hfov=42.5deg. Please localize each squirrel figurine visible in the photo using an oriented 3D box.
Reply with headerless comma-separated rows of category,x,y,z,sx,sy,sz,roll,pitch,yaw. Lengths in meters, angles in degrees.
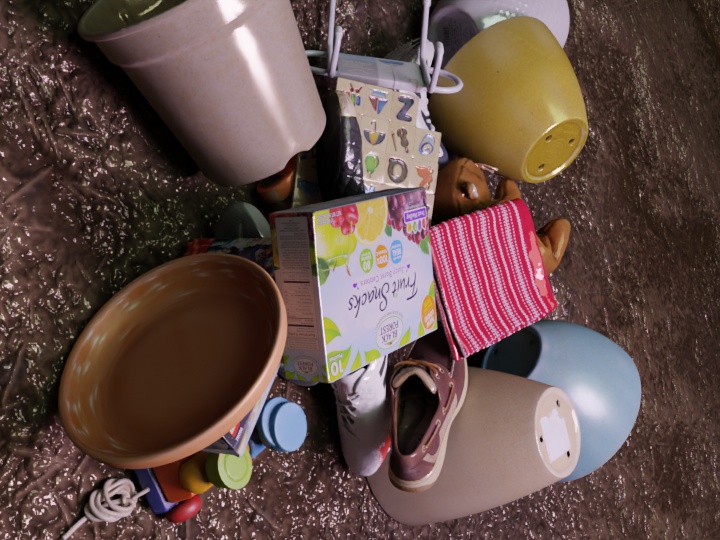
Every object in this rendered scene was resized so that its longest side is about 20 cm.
squirrel figurine,0.141,-0.033,1.133,0.187,0.140,0.202,47,56,-40

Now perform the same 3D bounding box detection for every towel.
towel,0.147,0.004,1.031,0.199,0.022,0.146,-19,94,-47

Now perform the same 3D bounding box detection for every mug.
mug,0.174,-0.303,1.264,0.175,0.147,0.202,-27,131,-43

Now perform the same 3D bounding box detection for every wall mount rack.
wall mount rack,0.024,-0.266,1.059,0.197,0.075,0.174,7,34,-8

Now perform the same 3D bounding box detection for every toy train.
toy train,-0.140,0.171,0.779,0.200,0.115,0.085,-35,105,-48

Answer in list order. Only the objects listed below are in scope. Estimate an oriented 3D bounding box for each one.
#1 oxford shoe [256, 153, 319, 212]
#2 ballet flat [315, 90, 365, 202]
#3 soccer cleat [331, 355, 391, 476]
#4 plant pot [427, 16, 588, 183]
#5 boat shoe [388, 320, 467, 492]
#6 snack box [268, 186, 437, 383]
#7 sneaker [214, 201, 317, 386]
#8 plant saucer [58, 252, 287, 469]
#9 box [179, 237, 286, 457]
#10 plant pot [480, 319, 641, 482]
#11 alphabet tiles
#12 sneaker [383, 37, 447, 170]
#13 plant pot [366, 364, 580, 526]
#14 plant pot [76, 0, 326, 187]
oxford shoe,-0.029,-0.124,1.011,0.200,0.071,0.073,-48,117,-24
ballet flat,-0.008,-0.079,0.930,0.056,0.066,0.202,-13,106,-22
soccer cleat,-0.003,0.120,0.958,0.085,0.068,0.202,-14,113,-59
plant pot,0.205,-0.195,1.174,0.199,0.201,0.142,8,37,-47
boat shoe,0.065,0.123,0.950,0.072,0.071,0.201,74,27,-45
snack box,0.000,0.006,0.838,0.199,0.052,0.144,-19,107,-57
sneaker,-0.082,0.015,0.932,0.080,0.070,0.202,-54,127,-49
plant saucer,-0.147,0.073,0.744,0.038,0.198,0.201,61,40,-43
box,-0.128,0.058,0.804,0.040,0.136,0.201,59,41,-42
plant pot,0.224,0.141,1.148,0.134,0.199,0.202,38,54,-31
alphabet tiles,0.007,-0.093,0.975,0.165,0.006,0.203,7,89,-27
sneaker,0.062,-0.180,1.134,0.130,0.079,0.200,48,48,-31
plant pot,0.134,0.186,1.027,0.186,0.199,0.190,15,70,-46
plant pot,-0.126,-0.189,0.856,0.201,0.199,0.185,-59,134,-39
